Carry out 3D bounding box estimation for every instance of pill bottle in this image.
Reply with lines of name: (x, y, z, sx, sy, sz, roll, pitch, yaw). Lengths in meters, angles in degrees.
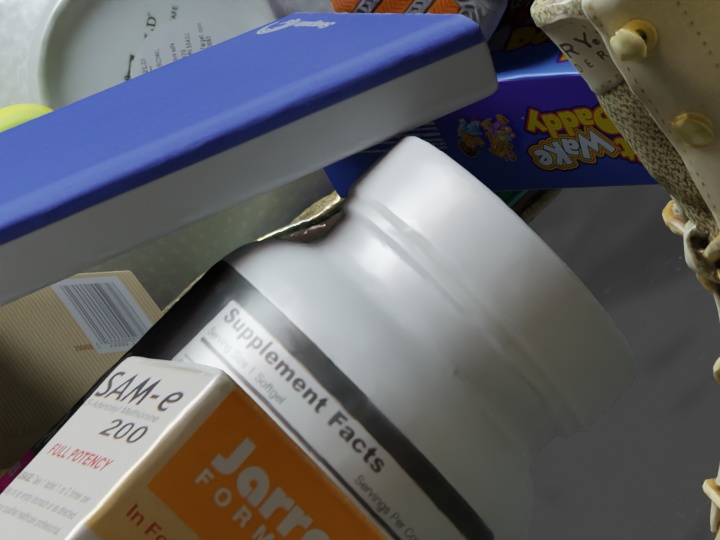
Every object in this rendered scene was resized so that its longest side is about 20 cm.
pill bottle: (-0.025, 0.065, 0.688, 0.200, 0.116, 0.116, -45, 16, -6)

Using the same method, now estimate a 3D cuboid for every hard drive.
hard drive: (-0.076, -0.028, 0.718, 0.199, 0.025, 0.132, -24, 15, -22)

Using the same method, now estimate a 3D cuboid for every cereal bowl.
cereal bowl: (-0.070, -0.073, 0.941, 0.200, 0.200, 0.083, -42, 1, 5)

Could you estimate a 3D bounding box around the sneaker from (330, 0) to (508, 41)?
sneaker: (0.064, -0.149, 0.743, 0.200, 0.078, 0.112, -39, 11, 50)

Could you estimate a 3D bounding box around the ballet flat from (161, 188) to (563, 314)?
ballet flat: (0.000, 0.000, 0.902, 0.200, 0.071, 0.071, -40, 16, 12)

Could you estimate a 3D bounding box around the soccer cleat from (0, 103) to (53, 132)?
soccer cleat: (-0.171, 0.012, 0.923, 0.201, 0.064, 0.084, -55, 34, 20)

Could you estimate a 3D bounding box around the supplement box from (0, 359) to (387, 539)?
supplement box: (-0.065, 0.135, 0.566, 0.200, 0.126, 0.073, -49, 16, -14)

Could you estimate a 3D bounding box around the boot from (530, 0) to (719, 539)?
boot: (0.078, 0.010, 0.505, 0.200, 0.155, 0.073, -44, 16, -1)

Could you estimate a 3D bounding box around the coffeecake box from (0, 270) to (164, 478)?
coffeecake box: (-0.160, 0.093, 0.832, 0.200, 0.073, 0.153, -44, -17, 22)

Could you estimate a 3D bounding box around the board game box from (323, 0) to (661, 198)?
board game box: (0.091, -0.086, 0.805, 0.199, 0.045, 0.135, -1, 41, 39)
